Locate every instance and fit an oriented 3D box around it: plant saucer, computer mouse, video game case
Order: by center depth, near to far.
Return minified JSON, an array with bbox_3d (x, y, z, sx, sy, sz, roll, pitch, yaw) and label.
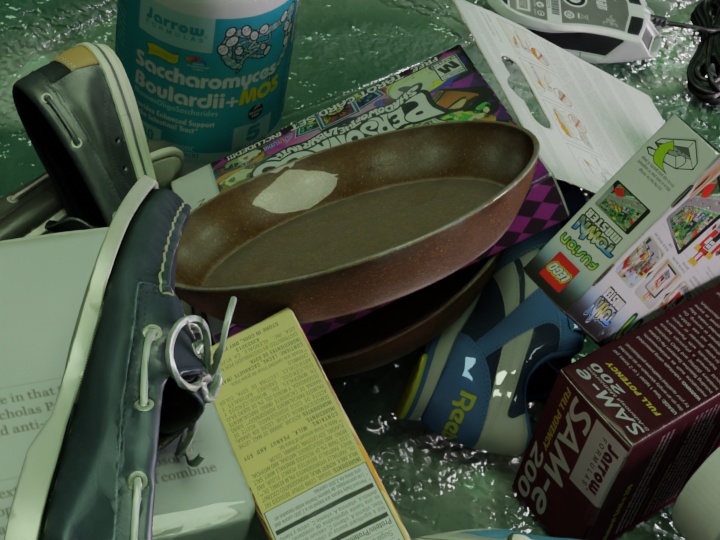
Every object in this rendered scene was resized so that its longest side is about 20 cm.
[{"bbox_3d":[-0.005,-0.021,0.811,0.199,0.035,0.200,-15,19,5],"label":"plant saucer"},{"bbox_3d":[-0.003,-0.040,0.936,0.199,0.036,0.182,-25,33,1],"label":"video game case"},{"bbox_3d":[0.000,0.000,0.943,0.199,0.037,0.201,-18,33,12],"label":"plant saucer"},{"bbox_3d":[0.178,-0.176,1.190,0.198,0.044,0.110,11,51,-9],"label":"computer mouse"}]

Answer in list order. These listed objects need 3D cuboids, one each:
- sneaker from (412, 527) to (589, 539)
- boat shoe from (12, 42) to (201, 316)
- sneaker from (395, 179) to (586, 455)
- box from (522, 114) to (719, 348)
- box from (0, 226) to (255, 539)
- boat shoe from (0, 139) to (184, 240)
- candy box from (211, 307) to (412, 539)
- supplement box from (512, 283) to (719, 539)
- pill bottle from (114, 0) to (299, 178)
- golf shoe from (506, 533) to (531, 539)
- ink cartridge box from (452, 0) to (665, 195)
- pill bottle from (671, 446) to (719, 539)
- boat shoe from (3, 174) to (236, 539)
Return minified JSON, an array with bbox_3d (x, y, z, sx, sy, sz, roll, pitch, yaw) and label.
[{"bbox_3d":[0.035,0.163,0.834,0.198,0.072,0.073,3,20,-4],"label":"sneaker"},{"bbox_3d":[-0.139,-0.022,0.905,0.062,0.074,0.202,-21,98,-29],"label":"boat shoe"},{"bbox_3d":[0.095,0.029,0.964,0.082,0.074,0.200,28,54,9],"label":"sneaker"},{"bbox_3d":[0.165,-0.001,0.897,0.110,0.200,0.035,-45,62,4],"label":"box"},{"bbox_3d":[-0.173,0.116,0.734,0.199,0.200,0.172,-10,50,-23],"label":"box"},{"bbox_3d":[-0.189,-0.031,0.960,0.057,0.067,0.200,40,55,18],"label":"boat shoe"},{"bbox_3d":[-0.003,0.126,0.701,0.055,0.116,0.200,-26,48,-4],"label":"candy box"},{"bbox_3d":[0.185,0.068,0.916,0.199,0.109,0.061,-25,58,-31],"label":"supplement box"},{"bbox_3d":[-0.093,-0.157,1.004,0.110,0.201,0.111,5,46,-6],"label":"pill bottle"},{"bbox_3d":[0.013,0.191,0.765,0.199,0.078,0.098,-20,66,-12],"label":"golf shoe"},{"bbox_3d":[0.137,-0.070,1.014,0.199,0.050,0.163,17,37,-40],"label":"ink cartridge box"},{"bbox_3d":[0.256,0.170,0.836,0.109,0.110,0.200,-22,56,-29],"label":"pill bottle"},{"bbox_3d":[-0.085,0.049,0.629,0.061,0.075,0.201,12,47,-2],"label":"boat shoe"}]
